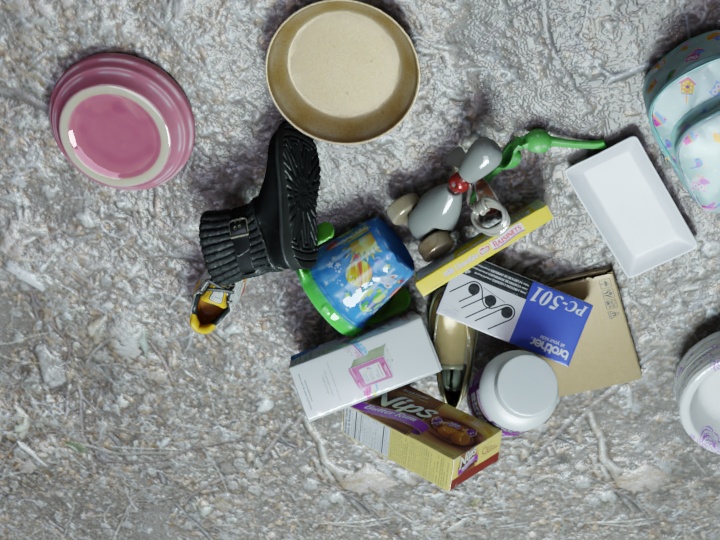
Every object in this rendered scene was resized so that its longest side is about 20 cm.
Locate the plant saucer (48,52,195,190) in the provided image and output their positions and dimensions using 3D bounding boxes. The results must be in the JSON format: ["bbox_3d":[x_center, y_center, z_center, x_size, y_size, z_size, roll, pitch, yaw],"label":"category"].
[{"bbox_3d":[-0.323,-0.189,1.524,0.199,0.051,0.202,3,124,5],"label":"plant saucer"}]

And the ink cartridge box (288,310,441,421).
[{"bbox_3d":[0.005,0.131,1.610,0.199,0.145,0.085,-20,93,-2],"label":"ink cartridge box"}]

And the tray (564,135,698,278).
[{"bbox_3d":[0.366,-0.087,1.537,0.107,0.022,0.200,-26,118,22],"label":"tray"}]

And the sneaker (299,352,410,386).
[{"bbox_3d":[0.001,0.161,1.723,0.200,0.076,0.105,36,104,-20],"label":"sneaker"}]

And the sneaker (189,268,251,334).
[{"bbox_3d":[-0.188,0.012,1.625,0.077,0.082,0.201,23,122,-8],"label":"sneaker"}]

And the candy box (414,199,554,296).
[{"bbox_3d":[0.162,-0.032,1.517,0.199,0.102,0.026,-31,93,7],"label":"candy box"}]

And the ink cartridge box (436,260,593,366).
[{"bbox_3d":[0.214,0.052,1.592,0.199,0.044,0.095,22,93,2],"label":"ink cartridge box"}]

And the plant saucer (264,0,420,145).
[{"bbox_3d":[-0.021,-0.257,1.454,0.199,0.036,0.201,3,125,5],"label":"plant saucer"}]

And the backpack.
[{"bbox_3d":[0.444,-0.184,1.389,0.175,0.154,0.200,-28,110,28],"label":"backpack"}]

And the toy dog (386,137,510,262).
[{"bbox_3d":[0.131,-0.096,1.509,0.199,0.096,0.133,-21,87,41],"label":"toy dog"}]

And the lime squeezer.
[{"bbox_3d":[0.219,-0.152,1.508,0.199,0.038,0.071,-23,150,19],"label":"lime squeezer"}]

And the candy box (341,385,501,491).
[{"bbox_3d":[0.085,0.227,1.601,0.199,0.116,0.057,24,120,36],"label":"candy box"}]

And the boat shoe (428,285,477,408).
[{"bbox_3d":[0.138,0.118,1.666,0.071,0.076,0.201,-3,123,10],"label":"boat shoe"}]

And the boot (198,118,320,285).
[{"bbox_3d":[-0.139,-0.090,1.521,0.157,0.213,0.079,-7,167,33],"label":"boot"}]

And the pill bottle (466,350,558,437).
[{"bbox_3d":[0.216,0.173,1.602,0.112,0.113,0.200,10,167,-1],"label":"pill bottle"}]

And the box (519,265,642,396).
[{"bbox_3d":[0.311,0.096,1.665,0.163,0.021,0.201,-14,122,15],"label":"box"}]

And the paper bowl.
[{"bbox_3d":[0.554,0.165,1.637,0.199,0.105,0.202,2,124,4],"label":"paper bowl"}]

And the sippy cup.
[{"bbox_3d":[0.000,0.000,1.576,0.130,0.178,0.140,-37,78,15],"label":"sippy cup"}]
